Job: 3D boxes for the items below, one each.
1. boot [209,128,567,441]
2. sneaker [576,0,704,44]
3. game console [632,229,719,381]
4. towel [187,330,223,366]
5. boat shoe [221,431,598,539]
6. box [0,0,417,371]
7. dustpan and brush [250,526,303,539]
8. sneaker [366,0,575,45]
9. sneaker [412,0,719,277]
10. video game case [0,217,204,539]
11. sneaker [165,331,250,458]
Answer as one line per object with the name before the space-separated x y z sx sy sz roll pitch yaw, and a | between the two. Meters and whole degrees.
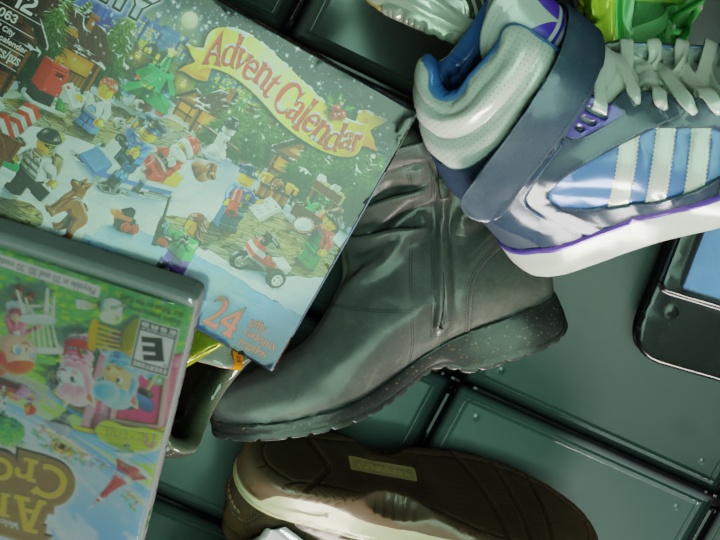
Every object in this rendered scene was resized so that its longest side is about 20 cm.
boot | 0.000 0.000 1.207 0.200 0.070 0.132 -21 106 -13
sneaker | 0.149 -0.144 1.174 0.084 0.074 0.200 -3 107 -4
game console | 0.258 -0.010 1.207 0.171 0.118 0.200 16 103 -13
towel | -0.168 0.049 1.138 0.200 0.018 0.086 -31 102 13
boat shoe | 0.023 0.137 1.252 0.202 0.075 0.075 17 125 -12
box | -0.093 -0.062 1.085 0.200 0.038 0.137 29 97 -2
dustpan and brush | -0.070 0.228 1.260 0.200 0.057 0.140 -32 120 34
sneaker | 0.023 -0.168 1.147 0.200 0.076 0.088 19 103 -14
sneaker | 0.123 -0.088 1.100 0.200 0.081 0.146 -24 125 17
video game case | -0.186 0.057 1.102 0.200 0.022 0.182 17 117 4
sneaker | -0.070 0.001 1.170 0.074 0.079 0.200 15 101 -46
